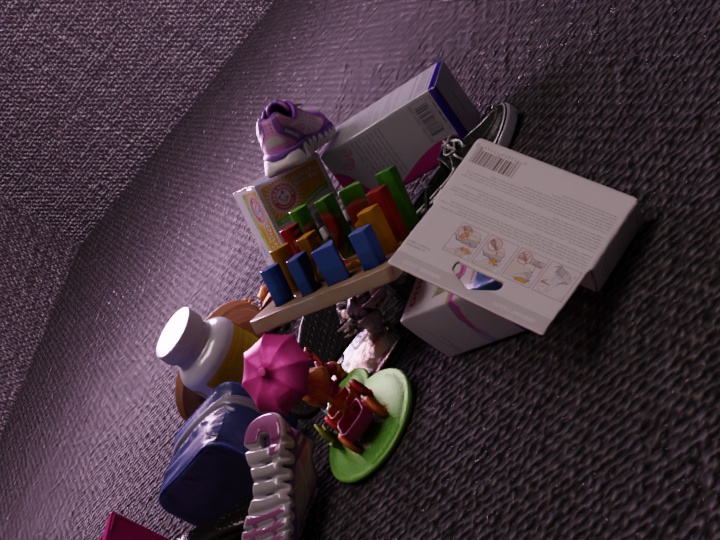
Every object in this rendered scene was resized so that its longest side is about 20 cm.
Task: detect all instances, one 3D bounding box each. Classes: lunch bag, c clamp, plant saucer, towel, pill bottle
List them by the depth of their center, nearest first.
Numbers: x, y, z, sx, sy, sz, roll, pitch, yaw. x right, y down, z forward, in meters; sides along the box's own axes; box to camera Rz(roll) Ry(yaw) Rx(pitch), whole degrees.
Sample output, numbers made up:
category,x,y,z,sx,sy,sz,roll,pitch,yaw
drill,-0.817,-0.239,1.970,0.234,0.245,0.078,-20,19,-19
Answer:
category,x,y,z,sx,sy,sz,roll,pitch,yaw
c clamp,0.052,-0.047,1.773,0.200,0.027,0.174,-145,51,-62
towel,-0.010,0.125,1.792,0.148,0.022,0.200,-59,19,-1
lunch bag,-0.177,0.254,1.834,0.200,0.135,0.133,-45,22,36
pill bottle,-0.185,0.136,1.930,0.112,0.199,0.113,-42,28,29
plant saucer,-0.202,0.143,2.053,0.032,0.200,0.202,24,79,27

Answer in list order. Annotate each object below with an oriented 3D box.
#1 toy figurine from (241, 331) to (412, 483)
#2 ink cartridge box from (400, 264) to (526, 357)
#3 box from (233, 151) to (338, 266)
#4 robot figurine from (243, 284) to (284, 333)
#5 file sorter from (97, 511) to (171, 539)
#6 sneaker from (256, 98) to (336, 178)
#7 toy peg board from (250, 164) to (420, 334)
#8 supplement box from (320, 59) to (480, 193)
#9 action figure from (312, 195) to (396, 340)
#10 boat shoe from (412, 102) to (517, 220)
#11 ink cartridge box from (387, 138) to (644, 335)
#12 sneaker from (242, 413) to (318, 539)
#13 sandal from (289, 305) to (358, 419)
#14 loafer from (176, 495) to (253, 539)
category,x,y,z,sx,sy,sz,roll,pitch,yaw
toy figurine,-0.061,0.133,1.622,0.151,0.183,0.200,-54,25,5
ink cartridge box,0.144,-0.003,1.505,0.199,0.084,0.146,-29,34,58
box,-0.079,-0.049,1.921,0.112,0.202,0.101,-29,9,-21
robot figurine,-0.134,0.034,2.192,0.201,0.058,0.145,-54,18,9
file sorter,-0.259,0.425,1.679,0.126,0.198,0.140,-50,20,28
sneaker,-0.094,-0.199,1.880,0.080,0.089,0.200,-22,13,19
toy peg board,-0.028,-0.033,1.612,0.198,0.099,0.199,-22,10,28
supplement box,0.057,-0.186,1.897,0.199,0.102,0.104,-29,21,25
action figure,0.000,0.000,1.766,0.130,0.069,0.202,-38,58,34
boat shoe,0.130,-0.141,1.781,0.201,0.068,0.074,-56,19,7
ink cartridge box,0.155,-0.028,1.370,0.199,0.045,0.177,25,69,34
sneaker,-0.089,0.278,1.655,0.080,0.088,0.203,-17,64,37
sandal,-0.056,0.114,1.790,0.045,0.074,0.202,97,-166,-55
loafer,-0.164,0.352,1.768,0.199,0.072,0.073,-29,11,30
